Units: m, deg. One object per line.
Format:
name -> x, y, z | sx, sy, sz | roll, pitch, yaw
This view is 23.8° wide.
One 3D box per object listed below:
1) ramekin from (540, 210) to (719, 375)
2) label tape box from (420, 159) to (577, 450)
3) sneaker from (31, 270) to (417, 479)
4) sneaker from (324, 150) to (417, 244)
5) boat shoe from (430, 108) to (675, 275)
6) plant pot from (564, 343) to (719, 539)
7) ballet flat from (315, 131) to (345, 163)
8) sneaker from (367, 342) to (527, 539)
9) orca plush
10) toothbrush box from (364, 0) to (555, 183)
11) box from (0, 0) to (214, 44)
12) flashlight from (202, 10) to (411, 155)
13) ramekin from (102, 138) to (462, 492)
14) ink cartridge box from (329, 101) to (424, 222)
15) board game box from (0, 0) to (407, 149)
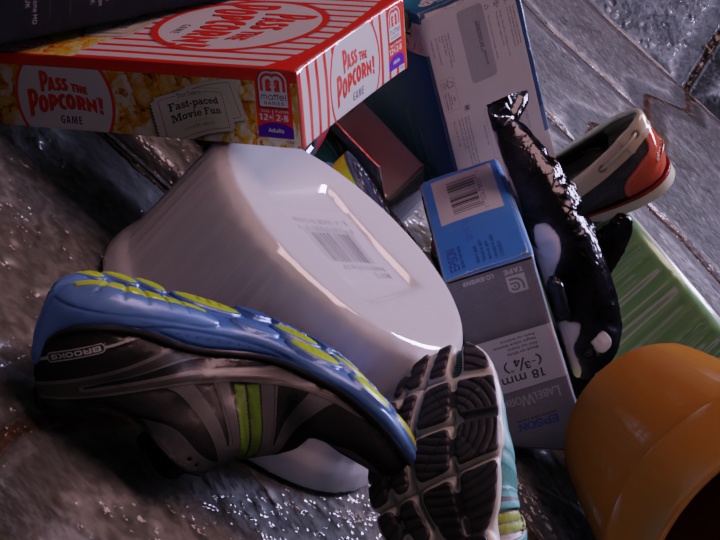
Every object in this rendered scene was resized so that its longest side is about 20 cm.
ramekin -> 0.209, 0.027, 1.340 | 0.200, 0.097, 0.200 | 49, 8, -9
label tape box -> 0.105, 0.047, 1.179 | 0.145, 0.063, 0.202 | -99, 170, -61
sneaker -> -0.065, 0.062, 0.815 | 0.198, 0.084, 0.071 | 18, 8, -24
sneaker -> 0.000, 0.000, 1.122 | 0.200, 0.078, 0.066 | 50, 12, -51
boat shoe -> 0.135, -0.055, 1.278 | 0.063, 0.198, 0.072 | 53, 20, -36
plant pot -> 0.221, 0.140, 1.070 | 0.199, 0.201, 0.183 | 31, 10, -28
ballet flat -> -0.066, -0.092, 1.185 | 0.200, 0.068, 0.075 | 42, 4, 6
sneaker -> 0.055, 0.138, 0.860 | 0.079, 0.077, 0.202 | 26, 54, -55
orca plush -> 0.149, -0.030, 1.174 | 0.105, 0.070, 0.202 | 24, 48, -84
toothbrush box -> 0.050, -0.153, 1.277 | 0.200, 0.085, 0.148 | 32, -38, 60
box -> -0.179, -0.239, 1.011 | 0.198, 0.119, 0.196 | -18, 42, -34
flashlight -> -0.033, -0.117, 1.100 | 0.067, 0.068, 0.200 | 30, 35, 2
ramekin -> -0.036, 0.016, 0.953 | 0.200, 0.098, 0.201 | 37, 20, -15
ink cartridge box -> -0.035, -0.129, 1.238 | 0.200, 0.045, 0.176 | 47, -8, 12
board game box -> -0.092, -0.121, 0.990 | 0.198, 0.047, 0.152 | 6, 25, 22
